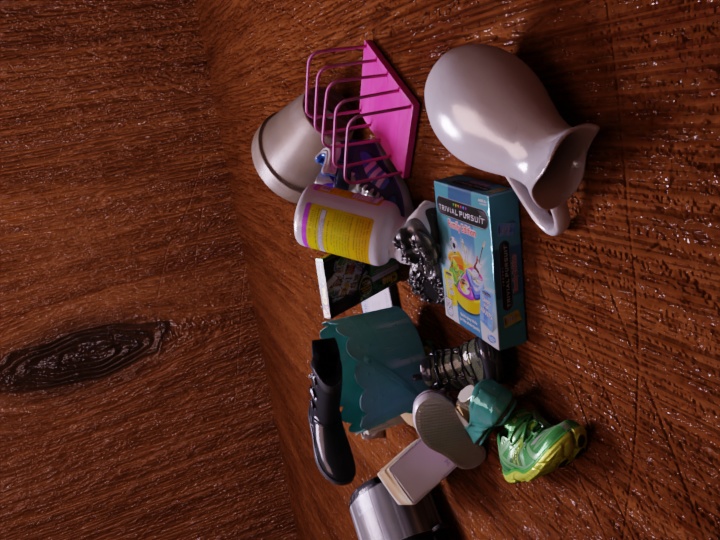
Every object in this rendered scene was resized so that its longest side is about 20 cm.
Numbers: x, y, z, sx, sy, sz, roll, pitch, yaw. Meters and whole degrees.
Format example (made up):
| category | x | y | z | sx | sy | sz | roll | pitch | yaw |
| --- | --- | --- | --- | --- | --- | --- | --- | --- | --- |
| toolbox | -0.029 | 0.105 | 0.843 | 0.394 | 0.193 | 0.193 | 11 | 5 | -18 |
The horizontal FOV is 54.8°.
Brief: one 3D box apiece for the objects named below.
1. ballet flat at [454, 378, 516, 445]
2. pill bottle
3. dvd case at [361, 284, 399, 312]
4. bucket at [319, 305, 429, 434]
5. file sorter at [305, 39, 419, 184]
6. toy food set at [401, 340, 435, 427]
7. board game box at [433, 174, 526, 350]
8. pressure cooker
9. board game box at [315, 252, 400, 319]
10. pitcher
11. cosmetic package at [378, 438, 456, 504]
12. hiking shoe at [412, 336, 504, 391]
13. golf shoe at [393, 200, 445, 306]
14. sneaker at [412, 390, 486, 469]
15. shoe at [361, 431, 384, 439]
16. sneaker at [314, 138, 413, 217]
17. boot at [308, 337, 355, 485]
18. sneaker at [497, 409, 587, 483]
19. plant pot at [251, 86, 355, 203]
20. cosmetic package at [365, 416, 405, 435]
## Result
| category | x | y | z | sx | sy | sz | roll | pitch | yaw |
| --- | --- | --- | --- | --- | --- | --- | --- | --- | --- |
| ballet flat | 0.169 | 0.193 | 0.975 | 0.070 | 0.068 | 0.201 | 35 | 162 | 14 |
| pill bottle | -0.002 | -0.070 | 1.126 | 0.104 | 0.195 | 0.107 | 15 | -90 | -74 |
| dvd case | 0.030 | 0.033 | 1.420 | 0.199 | 0.017 | 0.147 | -176 | 73 | -72 |
| bucket | 0.023 | 0.165 | 1.191 | 0.207 | 0.132 | 0.213 | 166 | 90 | -73 |
| file sorter | -0.005 | -0.259 | 1.147 | 0.141 | 0.122 | 0.202 | 96 | 154 | -46 |
| toy food set | 0.095 | 0.202 | 1.291 | 0.198 | 0.047 | 0.205 | -145 | 45 | -64 |
| board game box | 0.159 | -0.016 | 0.940 | 0.151 | 0.046 | 0.205 | -147 | 46 | -65 |
| pressure cooker | 0.078 | 0.513 | 1.349 | 0.178 | 0.174 | 0.203 | 94 | 158 | -51 |
| board game box | 0.000 | 0.000 | 1.223 | 0.023 | 0.198 | 0.108 | 3 | 110 | 40 |
| pitcher | 0.161 | -0.141 | 0.764 | 0.201 | 0.120 | 0.173 | 49 | 165 | 35 |
| cosmetic package | 0.095 | 0.348 | 1.216 | 0.072 | 0.104 | 0.201 | 50 | 164 | 12 |
| hiking shoe | 0.140 | 0.146 | 1.012 | 0.200 | 0.098 | 0.078 | 119 | 141 | -67 |
| golf shoe | 0.113 | -0.021 | 1.062 | 0.076 | 0.096 | 0.202 | 15 | 151 | 24 |
| sneaker | 0.122 | 0.223 | 1.089 | 0.201 | 0.072 | 0.115 | 54 | -171 | -42 |
| shoe | -0.002 | 0.312 | 1.660 | 0.071 | 0.052 | 0.203 | 99 | 152 | -50 |
| sneaker | -0.005 | -0.138 | 1.197 | 0.081 | 0.143 | 0.204 | 107 | 146 | -58 |
| boot | -0.045 | 0.234 | 1.144 | 0.203 | 0.064 | 0.166 | 101 | 149 | -45 |
| sneaker | 0.217 | 0.219 | 0.886 | 0.201 | 0.072 | 0.085 | 117 | 133 | -64 |
| plant pot | -0.096 | -0.260 | 1.373 | 0.173 | 0.196 | 0.205 | -39 | 65 | 52 |
| cosmetic package | 0.030 | 0.217 | 1.418 | 0.071 | 0.103 | 0.205 | -170 | 67 | -69 |
